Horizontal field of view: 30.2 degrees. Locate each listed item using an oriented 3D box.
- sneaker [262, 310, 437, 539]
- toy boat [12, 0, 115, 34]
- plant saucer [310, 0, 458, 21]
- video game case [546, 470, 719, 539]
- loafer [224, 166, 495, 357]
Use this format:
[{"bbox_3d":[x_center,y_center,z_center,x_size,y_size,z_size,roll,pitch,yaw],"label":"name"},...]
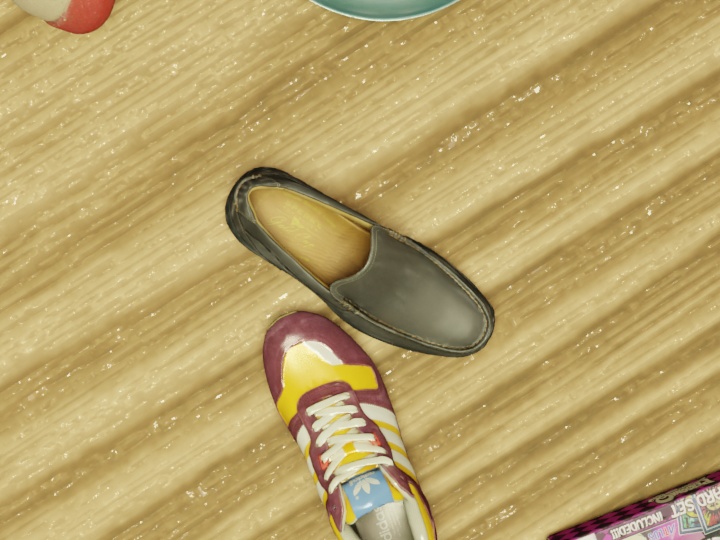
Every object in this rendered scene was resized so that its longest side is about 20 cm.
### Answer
[{"bbox_3d":[-0.002,0.118,0.863,0.074,0.090,0.201,-29,93,-2],"label":"sneaker"},{"bbox_3d":[-0.148,-0.244,0.844,0.130,0.130,0.202,19,91,-32],"label":"toy boat"},{"bbox_3d":[0.015,-0.265,0.884,0.198,0.027,0.203,0,92,-2],"label":"plant saucer"},{"bbox_3d":[0.248,0.232,0.906,0.198,0.036,0.183,-20,94,-2],"label":"video game case"},{"bbox_3d":[0.000,0.000,0.868,0.198,0.072,0.073,27,89,-4],"label":"loafer"}]
